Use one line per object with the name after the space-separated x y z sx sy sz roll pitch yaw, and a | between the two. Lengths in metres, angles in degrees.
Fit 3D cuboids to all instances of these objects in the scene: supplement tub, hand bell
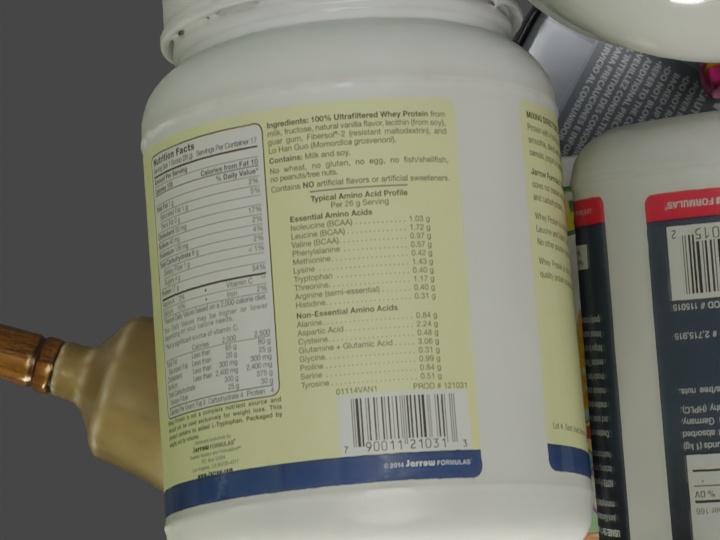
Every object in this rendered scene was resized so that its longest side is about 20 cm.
0.146 0.048 0.988 0.139 0.140 0.202 -4 89 -5 | supplement tub
-0.123 0.032 1.110 0.199 0.104 0.105 18 98 4 | hand bell
0.000 0.000 0.995 0.144 0.145 0.202 -4 79 -5 | supplement tub

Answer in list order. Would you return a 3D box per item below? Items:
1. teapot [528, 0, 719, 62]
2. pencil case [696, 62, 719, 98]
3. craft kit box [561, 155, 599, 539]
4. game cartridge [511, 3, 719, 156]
0.101 -0.141 0.952 0.197 0.146 0.201 -25 77 -34 | teapot
0.213 -0.105 1.088 0.198 0.087 0.088 0 100 -14 | pencil case
0.102 0.055 1.084 0.198 0.049 0.199 -6 87 6 | craft kit box
0.096 -0.017 1.137 0.133 0.040 0.201 28 96 -6 | game cartridge
